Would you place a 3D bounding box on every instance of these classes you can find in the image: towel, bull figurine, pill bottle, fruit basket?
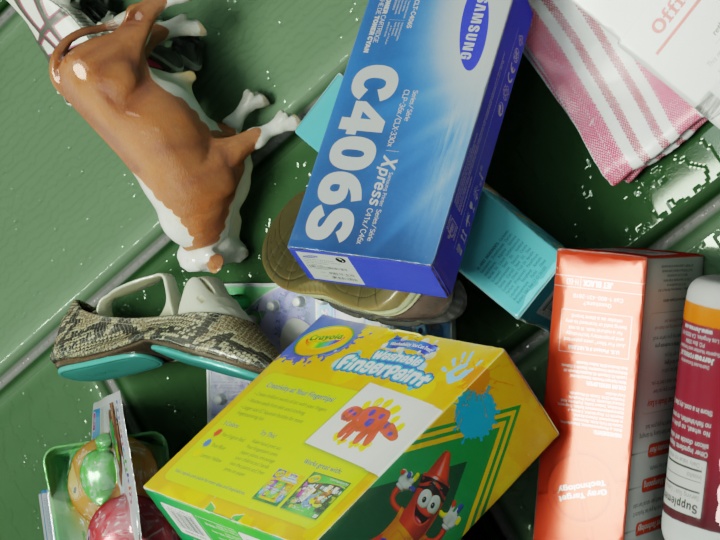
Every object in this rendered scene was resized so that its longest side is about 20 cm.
[{"bbox_3d":[0.188,-0.166,1.265,0.200,0.030,0.147,-41,71,26],"label":"towel"},{"bbox_3d":[-0.118,-0.093,1.406,0.121,0.200,0.065,-44,23,-11],"label":"bull figurine"},{"bbox_3d":[0.232,0.107,1.194,0.113,0.113,0.201,8,96,32],"label":"pill bottle"},{"bbox_3d":[-0.166,0.177,1.406,0.093,0.200,0.186,-8,86,-8],"label":"fruit basket"}]

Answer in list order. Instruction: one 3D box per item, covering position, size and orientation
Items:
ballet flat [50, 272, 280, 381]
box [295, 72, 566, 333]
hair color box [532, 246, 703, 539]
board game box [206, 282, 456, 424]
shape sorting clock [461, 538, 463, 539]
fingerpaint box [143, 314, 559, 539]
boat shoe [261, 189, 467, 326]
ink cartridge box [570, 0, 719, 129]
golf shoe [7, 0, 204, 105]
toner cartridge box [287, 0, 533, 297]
[{"bbox_3d":[-0.130,0.038,1.427,0.200,0.068,0.076,-1,75,37],"label":"ballet flat"},{"bbox_3d":[0.056,-0.041,1.317,0.200,0.082,0.049,41,97,25],"label":"box"},{"bbox_3d":[0.153,0.088,1.250,0.061,0.101,0.201,6,93,28],"label":"hair color box"},{"bbox_3d":[-0.027,0.109,1.409,0.200,0.026,0.201,-1,91,32],"label":"board game box"},{"bbox_3d":[0.015,0.246,1.277,0.200,0.200,0.039,68,156,12],"label":"shape sorting clock"},{"bbox_3d":[-0.008,0.114,1.245,0.200,0.167,0.073,8,137,57],"label":"fingerpaint box"},{"bbox_3d":[0.001,-0.001,1.342,0.072,0.066,0.201,-59,28,-4],"label":"boat shoe"},{"bbox_3d":[0.231,-0.139,1.189,0.200,0.067,0.116,42,112,9],"label":"ink cartridge box"},{"bbox_3d":[-0.205,-0.164,1.489,0.200,0.077,0.088,35,114,27],"label":"golf shoe"},{"bbox_3d":[0.032,-0.086,1.262,0.095,0.043,0.200,7,66,22],"label":"toner cartridge box"}]
